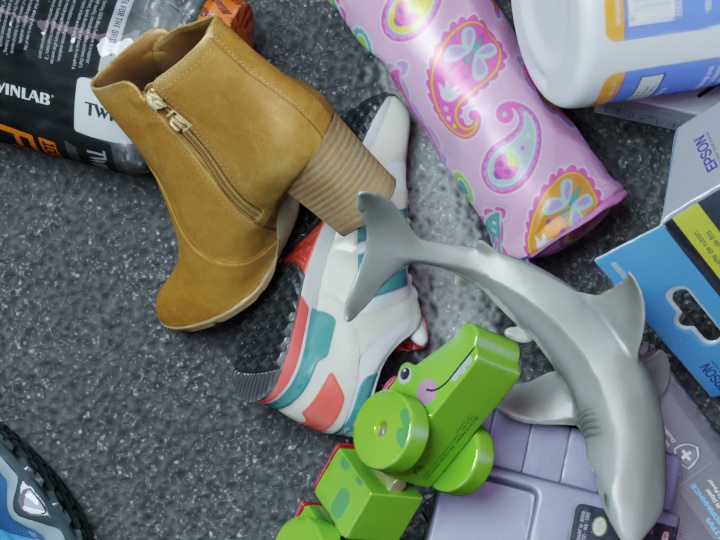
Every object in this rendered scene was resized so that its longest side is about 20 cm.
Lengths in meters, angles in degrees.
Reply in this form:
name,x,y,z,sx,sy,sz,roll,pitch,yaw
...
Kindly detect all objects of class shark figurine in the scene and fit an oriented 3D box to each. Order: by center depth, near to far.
name,x,y,z,sx,sy,sz,roll,pitch,yaw
shark figurine,0.099,0.020,0.896,0.214,0.090,0.128,42,51,8

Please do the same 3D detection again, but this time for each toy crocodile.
name,x,y,z,sx,sy,sz,roll,pitch,yaw
toy crocodile,0.006,0.105,0.863,0.201,0.067,0.062,-56,45,18

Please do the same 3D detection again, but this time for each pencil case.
name,x,y,z,sx,sy,sz,roll,pitch,yaw
pencil case,0.062,-0.096,0.976,0.087,0.087,0.201,-33,91,-3

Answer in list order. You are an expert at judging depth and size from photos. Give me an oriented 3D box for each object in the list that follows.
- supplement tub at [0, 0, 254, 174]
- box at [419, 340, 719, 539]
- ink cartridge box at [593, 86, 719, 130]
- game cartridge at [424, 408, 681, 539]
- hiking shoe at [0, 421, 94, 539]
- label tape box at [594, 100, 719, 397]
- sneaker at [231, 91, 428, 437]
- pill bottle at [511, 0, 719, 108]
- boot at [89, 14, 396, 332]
name,x,y,z,sx,sy,sz,roll,pitch,yaw
supplement tub,-0.167,-0.126,0.995,0.198,0.123,0.124,14,80,7
box,0.151,0.165,0.954,0.158,0.046,0.201,-34,79,-3
ink cartridge box,0.239,-0.118,1.003,0.198,0.044,0.095,13,81,5
game cartridge,0.089,0.177,0.897,0.128,0.038,0.202,13,73,2
hiking shoe,-0.183,0.167,0.964,0.086,0.074,0.201,-36,79,-4
label tape box,0.235,-0.034,0.929,0.199,0.143,0.066,-31,38,19
sneaker,0.000,0.000,0.996,0.093,0.070,0.201,31,63,-26
pill bottle,0.187,-0.154,0.924,0.198,0.112,0.113,-10,78,-14
boot,-0.089,-0.053,0.932,0.144,0.201,0.071,39,46,-21
